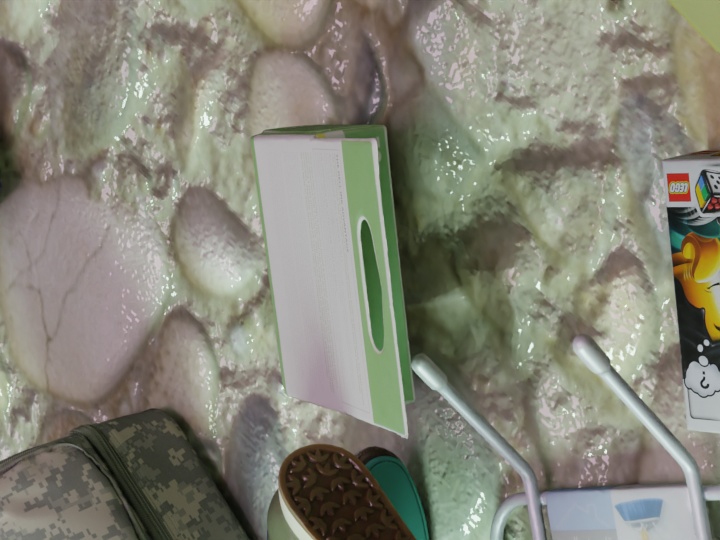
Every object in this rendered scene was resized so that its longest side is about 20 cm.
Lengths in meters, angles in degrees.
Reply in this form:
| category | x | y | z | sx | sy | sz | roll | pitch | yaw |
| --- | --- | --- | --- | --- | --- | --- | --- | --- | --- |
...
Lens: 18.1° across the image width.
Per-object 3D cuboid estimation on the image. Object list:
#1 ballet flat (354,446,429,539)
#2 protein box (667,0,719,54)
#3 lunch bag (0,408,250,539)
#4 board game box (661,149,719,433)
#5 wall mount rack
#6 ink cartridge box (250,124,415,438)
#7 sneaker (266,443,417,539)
| category | x | y | z | sx | sy | sz | roll | pitch | yaw |
| --- | --- | --- | --- | --- | --- | --- | --- | --- | --- |
| ballet flat | 0.005 | 0.195 | 1.227 | 0.067 | 0.068 | 0.202 | -4 | 95 | 55 |
| protein box | 0.192 | -0.200 | 0.873 | 0.199 | 0.134 | 0.201 | 51 | 131 | 25 |
| lunch bag | -0.156 | 0.197 | 1.323 | 0.201 | 0.167 | 0.140 | 57 | 134 | 20 |
| board game box | 0.220 | 0.011 | 0.968 | 0.199 | 0.034 | 0.127 | 1 | 101 | 47 |
| wall mount rack | 0.104 | 0.115 | 1.086 | 0.199 | 0.074 | 0.175 | -10 | 92 | 50 |
| ink cartridge box | 0.000 | 0.000 | 1.144 | 0.200 | 0.048 | 0.147 | -172 | 74 | -69 |
| sneaker | 0.012 | 0.189 | 1.131 | 0.201 | 0.067 | 0.090 | 58 | 150 | 22 |
